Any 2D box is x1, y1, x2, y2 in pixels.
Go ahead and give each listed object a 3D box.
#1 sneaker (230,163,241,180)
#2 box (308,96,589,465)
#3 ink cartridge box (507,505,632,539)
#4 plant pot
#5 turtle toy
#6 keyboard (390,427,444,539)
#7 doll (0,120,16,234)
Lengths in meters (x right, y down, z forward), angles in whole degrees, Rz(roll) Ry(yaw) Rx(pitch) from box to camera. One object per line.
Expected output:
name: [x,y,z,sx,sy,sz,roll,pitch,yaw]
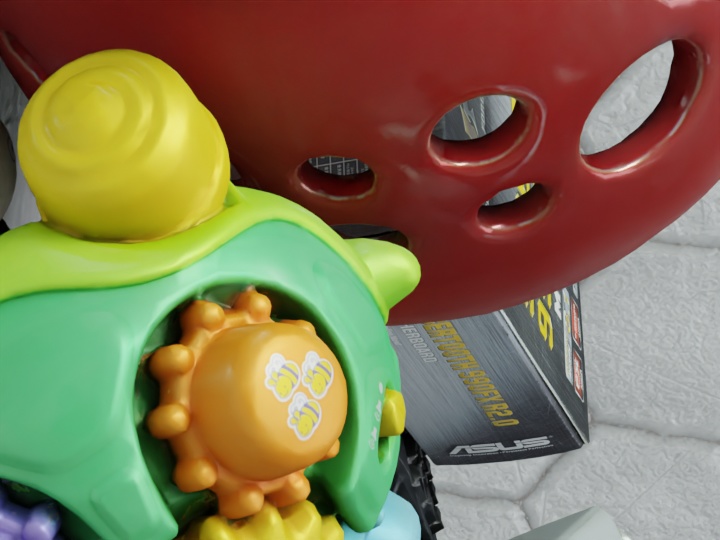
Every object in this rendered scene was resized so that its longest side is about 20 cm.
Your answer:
sneaker: [-0.030,0.019,0.786,0.105,0.076,0.200,64,3,-5]
box: [0.018,-0.066,0.781,0.158,0.048,0.201,55,29,-61]
ink cartridge box: [0.033,0.172,0.793,0.200,0.083,0.147,-28,93,-59]
plant pot: [-0.005,-0.113,0.619,0.183,0.200,0.201,58,37,-60]
turtle toy: [-0.067,0.059,0.575,0.101,0.200,0.146,52,-5,30]
keyboard: [0.000,0.000,0.884,0.127,0.021,0.200,82,-3,-63]
doll: [-0.091,0.038,0.726,0.137,0.048,0.200,-113,-173,-51]
